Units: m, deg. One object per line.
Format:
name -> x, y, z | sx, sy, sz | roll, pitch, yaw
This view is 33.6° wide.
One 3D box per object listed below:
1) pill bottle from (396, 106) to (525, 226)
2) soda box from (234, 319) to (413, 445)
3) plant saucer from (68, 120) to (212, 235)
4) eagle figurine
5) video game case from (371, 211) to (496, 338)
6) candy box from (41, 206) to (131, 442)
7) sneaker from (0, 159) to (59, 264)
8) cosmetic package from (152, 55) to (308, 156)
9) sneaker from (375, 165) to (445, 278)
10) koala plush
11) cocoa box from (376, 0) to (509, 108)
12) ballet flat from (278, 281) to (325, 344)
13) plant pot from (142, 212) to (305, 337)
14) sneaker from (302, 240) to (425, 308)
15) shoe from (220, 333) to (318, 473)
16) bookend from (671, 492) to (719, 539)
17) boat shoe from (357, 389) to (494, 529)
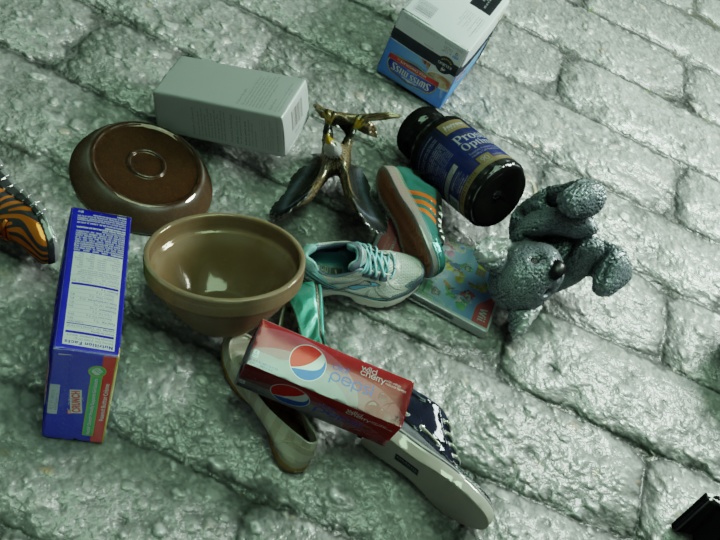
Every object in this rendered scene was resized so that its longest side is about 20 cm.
pill bottle -> 0.145, -0.161, 1.783 | 0.111, 0.113, 0.200 | -15, 43, -35
soda box -> -0.042, 0.132, 1.401 | 0.198, 0.070, 0.064 | 23, 58, -7
plant saucer -> -0.293, -0.135, 1.617 | 0.198, 0.035, 0.202 | 13, 48, -15
eagle figurine -> -0.037, -0.138, 1.685 | 0.150, 0.151, 0.202 | 28, 60, -44
video game case -> 0.108, 0.000, 1.709 | 0.198, 0.018, 0.144 | 28, 45, -2
candy box -> -0.309, 0.062, 1.342 | 0.076, 0.170, 0.202 | 9, 49, -14
sneaker -> -0.457, -0.062, 1.453 | 0.111, 0.078, 0.200 | -27, 56, -36
cosmetic package -> -0.183, -0.234, 1.689 | 0.198, 0.075, 0.102 | 13, 44, 15
sneaker -> 0.091, -0.076, 1.703 | 0.079, 0.072, 0.201 | -5, 52, -24
koala plush -> 0.250, -0.009, 1.693 | 0.200, 0.183, 0.179 | -41, 114, -33
cocoa box -> 0.138, -0.392, 1.983 | 0.133, 0.132, 0.200 | 32, 45, 4
ballet flat -> -0.070, 0.103, 1.508 | 0.069, 0.068, 0.202 | -10, 53, -3
plant pot -> -0.170, 0.018, 1.482 | 0.198, 0.094, 0.202 | 5, 32, -3
sneaker -> 0.000, 0.000, 1.595 | 0.198, 0.086, 0.079 | 0, 66, -20
shoe -> -0.107, 0.148, 1.447 | 0.069, 0.054, 0.201 | -14, 59, -35
bookend -> 0.518, 0.404, 1.507 | 0.196, 0.092, 0.202 | 11, 49, -15
boat shoe -> 0.098, 0.223, 1.467 | 0.199, 0.075, 0.093 | 39, 53, 10
